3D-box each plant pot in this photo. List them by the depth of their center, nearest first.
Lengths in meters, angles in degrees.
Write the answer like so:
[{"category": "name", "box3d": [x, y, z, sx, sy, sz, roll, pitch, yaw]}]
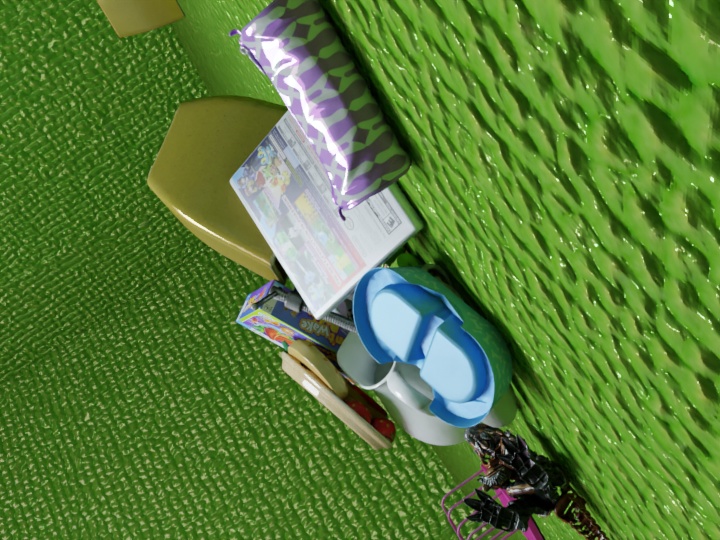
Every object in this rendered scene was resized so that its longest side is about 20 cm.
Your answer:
[{"category": "plant pot", "box3d": [-0.160, -0.116, 1.158, 0.197, 0.198, 0.194, 21, 172, 3]}, {"category": "plant pot", "box3d": [-0.599, -0.723, 2.310, 0.201, 0.175, 0.200, 61, 174, -35]}]

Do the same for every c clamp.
[{"category": "c clamp", "box3d": [-0.018, 0.054, 1.080, 0.197, 0.027, 0.171, 20, -158, 5]}]

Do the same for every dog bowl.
[{"category": "dog bowl", "box3d": [0.076, 0.072, 0.922, 0.200, 0.049, 0.113, 41, 130, 31]}]

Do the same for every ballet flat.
[{"category": "ballet flat", "box3d": [0.111, 0.079, 0.962, 0.202, 0.069, 0.069, 58, 175, 8]}]

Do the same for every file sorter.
[{"category": "file sorter", "box3d": [0.251, 0.487, 1.656, 0.140, 0.125, 0.200, 59, 175, -19]}]

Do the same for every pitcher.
[{"category": "pitcher", "box3d": [0.084, 0.157, 1.128, 0.199, 0.122, 0.172, 35, -173, -33]}]

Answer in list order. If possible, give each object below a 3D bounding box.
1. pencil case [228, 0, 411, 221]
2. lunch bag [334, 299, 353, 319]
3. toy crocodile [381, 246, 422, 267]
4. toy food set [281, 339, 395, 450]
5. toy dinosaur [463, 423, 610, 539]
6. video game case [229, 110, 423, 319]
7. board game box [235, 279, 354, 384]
[{"category": "pencil case", "box3d": [-0.034, -0.152, 0.793, 0.202, 0.085, 0.084, 58, 177, -6]}, {"category": "lunch bag", "box3d": [0.010, 0.070, 1.392, 0.171, 0.123, 0.201, 57, 156, 16]}, {"category": "toy crocodile", "box3d": [0.035, -0.015, 1.113, 0.201, 0.061, 0.068, 50, 137, 23]}, {"category": "toy food set", "box3d": [-0.030, 0.164, 1.184, 0.199, 0.049, 0.198, 41, 172, -7]}, {"category": "toy dinosaur", "box3d": [0.191, 0.230, 0.972, 0.198, 0.104, 0.135, 11, 178, 36]}, {"category": "video game case", "box3d": [-0.044, -0.077, 0.988, 0.023, 0.182, 0.201, -18, -109, -53]}, {"category": "board game box", "box3d": [-0.065, 0.091, 1.239, 0.198, 0.045, 0.134, 30, 161, -14]}]
